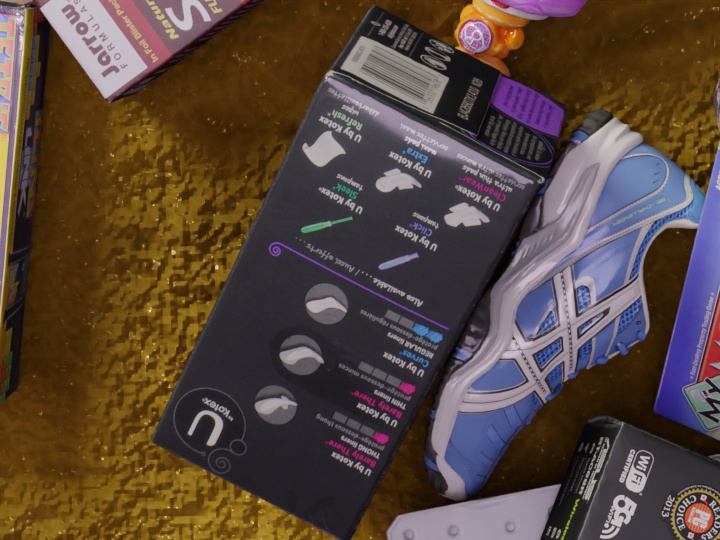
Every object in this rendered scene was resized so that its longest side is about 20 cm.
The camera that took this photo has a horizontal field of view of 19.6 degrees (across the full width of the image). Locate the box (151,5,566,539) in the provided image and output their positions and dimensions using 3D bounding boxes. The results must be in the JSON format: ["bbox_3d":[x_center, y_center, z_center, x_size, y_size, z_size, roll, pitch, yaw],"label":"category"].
[{"bbox_3d":[0.000,0.000,0.953,0.106,0.122,0.200,27,113,0],"label":"box"}]

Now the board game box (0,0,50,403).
[{"bbox_3d":[-0.245,-0.042,1.021,0.165,0.057,0.200,8,100,2],"label":"board game box"}]

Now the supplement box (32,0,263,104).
[{"bbox_3d":[-0.066,-0.180,0.978,0.200,0.061,0.109,-35,95,11],"label":"supplement box"}]

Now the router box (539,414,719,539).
[{"bbox_3d":[0.143,0.186,0.957,0.150,0.062,0.200,23,83,-8],"label":"router box"}]

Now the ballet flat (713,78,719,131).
[{"bbox_3d":[0.243,-0.025,0.968,0.200,0.071,0.069,45,100,-3],"label":"ballet flat"}]

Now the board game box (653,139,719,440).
[{"bbox_3d":[0.216,0.004,0.939,0.134,0.029,0.200,22,125,22],"label":"board game box"}]

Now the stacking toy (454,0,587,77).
[{"bbox_3d":[0.080,-0.159,0.959,0.116,0.110,0.200,25,115,2],"label":"stacking toy"}]

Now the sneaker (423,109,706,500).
[{"bbox_3d":[0.093,0.027,0.988,0.077,0.076,0.200,29,102,5],"label":"sneaker"}]

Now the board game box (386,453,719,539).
[{"bbox_3d":[0.123,0.198,0.998,0.200,0.026,0.200,-10,88,-10],"label":"board game box"}]
